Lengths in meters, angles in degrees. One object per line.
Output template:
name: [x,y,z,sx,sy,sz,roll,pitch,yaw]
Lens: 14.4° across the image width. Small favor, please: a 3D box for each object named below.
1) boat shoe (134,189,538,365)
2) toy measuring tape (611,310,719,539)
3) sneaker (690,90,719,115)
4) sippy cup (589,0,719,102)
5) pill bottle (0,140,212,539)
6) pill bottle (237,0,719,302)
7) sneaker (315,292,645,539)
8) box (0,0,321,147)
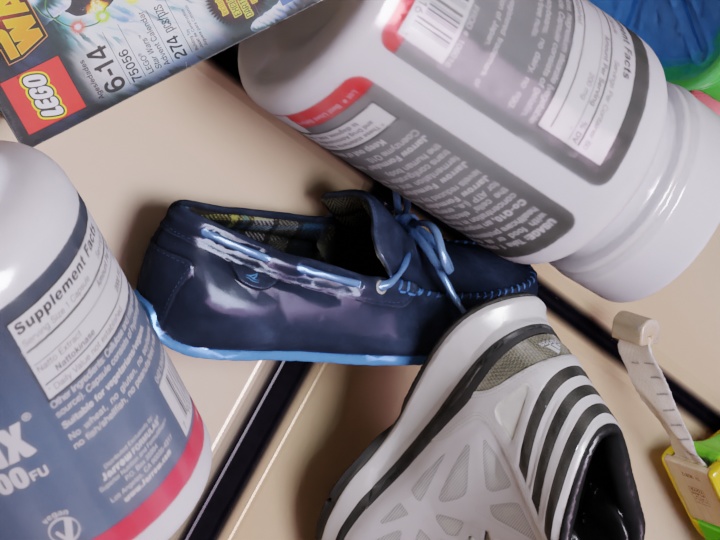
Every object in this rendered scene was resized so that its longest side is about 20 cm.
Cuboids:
boat shoe: [0.000,0.000,1.230,0.199,0.084,0.069,-5,117,-39]
toy measuring tape: [0.184,0.081,1.407,0.074,0.073,0.201,-42,124,-21]
sneaker: [0.172,-0.101,1.359,0.200,0.074,0.087,-43,111,-25]
sippy cup: [0.169,-0.166,1.281,0.130,0.139,0.179,-28,119,-31]
pill bottle: [-0.149,0.020,1.099,0.119,0.119,0.201,-40,123,-22]
pill bottle: [0.057,-0.073,1.214,0.199,0.114,0.114,31,83,-27]
sneaker: [0.052,0.117,1.240,0.075,0.116,0.201,-10,141,-38]
box: [-0.115,-0.160,1.091,0.136,0.040,0.201,-27,121,2]
